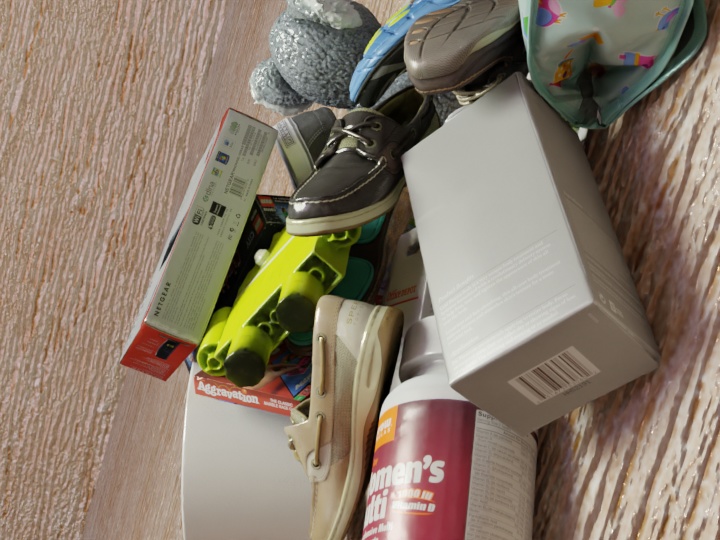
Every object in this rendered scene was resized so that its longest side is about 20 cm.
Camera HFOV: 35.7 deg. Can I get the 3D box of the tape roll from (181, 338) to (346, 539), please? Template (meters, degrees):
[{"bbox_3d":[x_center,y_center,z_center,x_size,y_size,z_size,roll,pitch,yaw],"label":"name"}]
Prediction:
[{"bbox_3d":[-0.077,0.162,0.991,0.203,0.137,0.206,-178,90,-90],"label":"tape roll"}]

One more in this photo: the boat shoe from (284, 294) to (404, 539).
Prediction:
[{"bbox_3d":[-0.019,0.111,0.794,0.072,0.064,0.202,-59,-18,-62],"label":"boat shoe"}]

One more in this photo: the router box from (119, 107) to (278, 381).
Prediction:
[{"bbox_3d":[-0.145,-0.016,0.984,0.179,0.048,0.202,140,150,-66],"label":"router box"}]

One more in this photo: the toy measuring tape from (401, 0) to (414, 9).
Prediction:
[{"bbox_3d":[0.073,-0.281,1.114,0.074,0.073,0.201,-92,24,-43],"label":"toy measuring tape"}]

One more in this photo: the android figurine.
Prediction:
[{"bbox_3d":[-0.058,0.004,0.870,0.182,0.041,0.201,-45,17,25],"label":"android figurine"}]

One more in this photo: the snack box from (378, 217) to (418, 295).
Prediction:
[{"bbox_3d":[0.005,-0.054,1.156,0.201,0.052,0.143,-103,31,-52],"label":"snack box"}]

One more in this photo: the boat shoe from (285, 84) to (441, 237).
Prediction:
[{"bbox_3d":[0.003,-0.083,0.792,0.201,0.071,0.067,-40,-56,-53],"label":"boat shoe"}]

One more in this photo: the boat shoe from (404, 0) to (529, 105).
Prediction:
[{"bbox_3d":[0.091,-0.153,0.778,0.200,0.074,0.074,-45,-52,-51],"label":"boat shoe"}]

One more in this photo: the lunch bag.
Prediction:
[{"bbox_3d":[0.155,-0.213,0.713,0.201,0.120,0.172,78,-168,-55],"label":"lunch bag"}]

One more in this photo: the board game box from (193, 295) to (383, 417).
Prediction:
[{"bbox_3d":[-0.041,0.063,0.938,0.200,0.102,0.020,-37,-51,-54],"label":"board game box"}]

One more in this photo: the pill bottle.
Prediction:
[{"bbox_3d":[0.061,0.138,0.732,0.110,0.108,0.202,132,152,-55],"label":"pill bottle"}]

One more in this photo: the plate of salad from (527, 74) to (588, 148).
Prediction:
[{"bbox_3d":[0.116,-0.094,0.861,0.200,0.047,0.203,-164,90,-72],"label":"plate of salad"}]

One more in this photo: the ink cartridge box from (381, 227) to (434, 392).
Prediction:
[{"bbox_3d":[0.054,0.068,0.879,0.116,0.067,0.203,158,124,-73],"label":"ink cartridge box"}]

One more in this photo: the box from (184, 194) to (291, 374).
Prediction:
[{"bbox_3d":[-0.074,0.017,1.054,0.201,0.135,0.038,-59,45,34],"label":"box"}]

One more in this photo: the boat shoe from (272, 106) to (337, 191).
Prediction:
[{"bbox_3d":[-0.031,-0.089,1.051,0.070,0.066,0.201,60,175,30],"label":"boat shoe"}]

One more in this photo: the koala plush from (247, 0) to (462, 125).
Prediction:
[{"bbox_3d":[0.004,-0.192,1.034,0.178,0.198,0.186,130,150,-52],"label":"koala plush"}]

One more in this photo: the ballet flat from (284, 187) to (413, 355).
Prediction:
[{"bbox_3d":[0.000,0.000,0.949,0.201,0.067,0.068,-62,-31,-25],"label":"ballet flat"}]

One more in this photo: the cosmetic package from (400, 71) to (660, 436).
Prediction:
[{"bbox_3d":[0.100,-0.014,0.702,0.106,0.090,0.202,-32,42,27],"label":"cosmetic package"}]

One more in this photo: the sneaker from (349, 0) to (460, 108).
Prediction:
[{"bbox_3d":[0.074,-0.191,0.915,0.198,0.083,0.071,-32,19,15],"label":"sneaker"}]
